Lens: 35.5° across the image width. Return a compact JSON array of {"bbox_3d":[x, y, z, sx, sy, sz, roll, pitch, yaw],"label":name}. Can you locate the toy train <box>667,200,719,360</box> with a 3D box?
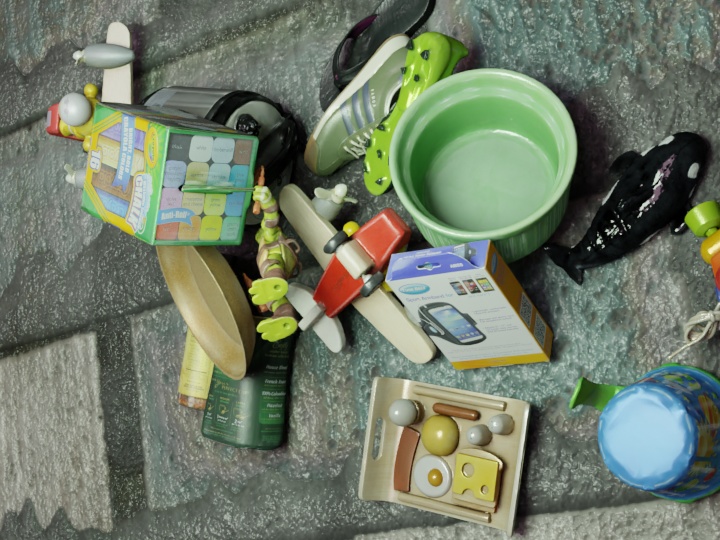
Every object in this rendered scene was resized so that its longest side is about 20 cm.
[{"bbox_3d":[0.355,-0.016,1.110,0.199,0.084,0.117,-39,56,23],"label":"toy train"}]

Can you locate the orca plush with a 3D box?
[{"bbox_3d":[0.270,-0.071,1.169,0.198,0.071,0.107,-31,70,26],"label":"orca plush"}]

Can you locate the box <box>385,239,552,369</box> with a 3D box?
[{"bbox_3d":[0.113,0.034,1.192,0.117,0.201,0.042,-8,48,31],"label":"box"}]

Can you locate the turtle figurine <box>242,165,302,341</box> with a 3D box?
[{"bbox_3d":[-0.096,0.001,1.248,0.162,0.063,0.203,-101,14,-52],"label":"turtle figurine"}]

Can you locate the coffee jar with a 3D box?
[{"bbox_3d":[-0.135,0.116,1.402,0.103,0.085,0.204,9,90,40],"label":"coffee jar"}]

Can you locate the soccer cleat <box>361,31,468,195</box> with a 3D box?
[{"bbox_3d":[0.064,-0.173,1.279,0.068,0.080,0.202,46,124,39],"label":"soccer cleat"}]

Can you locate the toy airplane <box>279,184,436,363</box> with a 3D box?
[{"bbox_3d":[0.000,0.000,1.307,0.197,0.141,0.203,15,131,41],"label":"toy airplane"}]

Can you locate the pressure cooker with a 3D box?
[{"bbox_3d":[-0.177,-0.137,1.399,0.197,0.178,0.179,8,87,33],"label":"pressure cooker"}]

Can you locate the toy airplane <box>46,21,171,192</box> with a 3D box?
[{"bbox_3d":[-0.345,-0.207,1.535,0.199,0.140,0.201,-45,64,20],"label":"toy airplane"}]

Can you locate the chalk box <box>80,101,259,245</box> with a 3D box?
[{"bbox_3d":[-0.194,-0.098,1.208,0.199,0.123,0.126,24,107,45],"label":"chalk box"}]

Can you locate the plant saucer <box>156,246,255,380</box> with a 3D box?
[{"bbox_3d":[-0.174,0.030,1.313,0.200,0.035,0.202,46,152,32],"label":"plant saucer"}]

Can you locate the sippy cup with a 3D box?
[{"bbox_3d":[0.296,0.160,1.097,0.175,0.130,0.142,-16,77,29],"label":"sippy cup"}]

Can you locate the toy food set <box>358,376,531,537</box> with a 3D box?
[{"bbox_3d":[0.093,0.206,1.263,0.197,0.060,0.146,7,89,33],"label":"toy food set"}]

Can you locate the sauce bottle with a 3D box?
[{"bbox_3d":[-0.192,0.078,1.457,0.065,0.066,0.204,9,88,32],"label":"sauce bottle"}]

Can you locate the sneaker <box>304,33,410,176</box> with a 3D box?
[{"bbox_3d":[0.017,-0.178,1.343,0.201,0.067,0.090,-51,58,16],"label":"sneaker"}]

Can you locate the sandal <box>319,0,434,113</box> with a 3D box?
[{"bbox_3d":[0.007,-0.276,1.371,0.075,0.048,0.201,48,109,26],"label":"sandal"}]

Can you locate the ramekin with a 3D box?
[{"bbox_3d":[0.134,-0.105,1.207,0.196,0.098,0.203,-5,65,10],"label":"ramekin"}]
